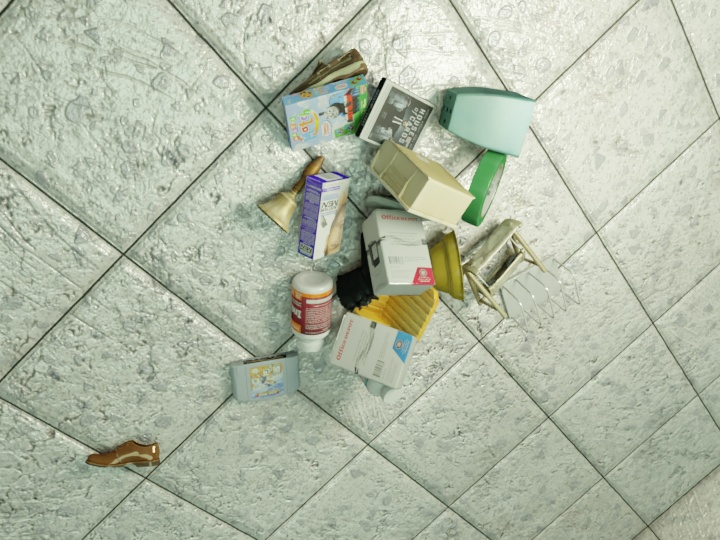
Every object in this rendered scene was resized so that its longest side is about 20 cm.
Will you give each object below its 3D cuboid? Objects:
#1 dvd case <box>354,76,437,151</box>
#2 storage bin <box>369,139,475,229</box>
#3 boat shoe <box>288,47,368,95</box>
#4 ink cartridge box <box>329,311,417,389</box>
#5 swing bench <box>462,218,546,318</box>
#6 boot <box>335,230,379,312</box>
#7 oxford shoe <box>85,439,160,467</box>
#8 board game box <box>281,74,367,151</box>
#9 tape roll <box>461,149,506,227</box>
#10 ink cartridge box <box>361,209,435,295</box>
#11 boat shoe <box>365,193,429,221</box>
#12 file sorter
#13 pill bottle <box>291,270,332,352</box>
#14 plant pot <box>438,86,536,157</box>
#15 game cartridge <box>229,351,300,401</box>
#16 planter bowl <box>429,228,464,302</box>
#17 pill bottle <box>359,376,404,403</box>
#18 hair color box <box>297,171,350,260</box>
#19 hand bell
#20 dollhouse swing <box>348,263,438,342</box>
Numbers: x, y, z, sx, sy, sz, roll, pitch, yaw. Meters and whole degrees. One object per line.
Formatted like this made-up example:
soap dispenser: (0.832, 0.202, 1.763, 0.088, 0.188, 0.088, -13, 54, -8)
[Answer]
dvd case: (0.091, -0.370, 1.474, 0.198, 0.025, 0.152, 11, 113, -44)
storage bin: (0.150, -0.217, 1.478, 0.198, 0.199, 0.094, 12, 121, -45)
boat shoe: (-0.083, -0.452, 1.397, 0.199, 0.075, 0.076, -24, 83, 4)
ink cartridge box: (0.035, 0.214, 1.601, 0.197, 0.084, 0.147, 19, 86, 18)
swing bench: (0.396, -0.015, 1.711, 0.199, 0.129, 0.201, -44, 120, -10)
boot: (0.000, 0.000, 1.616, 0.161, 0.202, 0.073, -30, 158, 31)
oxford shoe: (-0.665, 0.513, 1.676, 0.196, 0.071, 0.073, 1, 87, -19)
board game box: (-0.081, -0.368, 1.407, 0.196, 0.037, 0.152, -18, 152, -9)
tape roll: (0.326, -0.218, 1.576, 0.047, 0.200, 0.204, 22, 112, 16)
ink cartridge box: (0.095, -0.045, 1.532, 0.143, 0.204, 0.083, 1, 158, -28)
boat shoe: (0.106, -0.181, 1.591, 0.196, 0.070, 0.065, 11, 75, -23)
file sorter: (0.551, 0.076, 1.830, 0.197, 0.125, 0.140, -27, 120, -4)
pill bottle: (-0.133, 0.114, 1.621, 0.111, 0.113, 0.204, -4, 116, -16)
plant pot: (0.310, -0.390, 1.514, 0.196, 0.142, 0.144, 8, 113, -14)
game cartridge: (-0.271, 0.308, 1.716, 0.196, 0.042, 0.136, -8, 113, -15)
planter bowl: (0.231, -0.007, 1.653, 0.082, 0.202, 0.204, -8, 119, 4)
pill bottle: (0.047, 0.279, 1.702, 0.109, 0.201, 0.112, -21, 139, -20)
hair color box: (-0.093, -0.139, 1.513, 0.108, 0.064, 0.204, -21, 129, -49)
hand bell: (-0.157, -0.203, 1.488, 0.201, 0.104, 0.104, -50, 121, -5)
dollhouse swing: (0.085, 0.079, 1.643, 0.179, 0.176, 0.203, 18, 110, -25)
